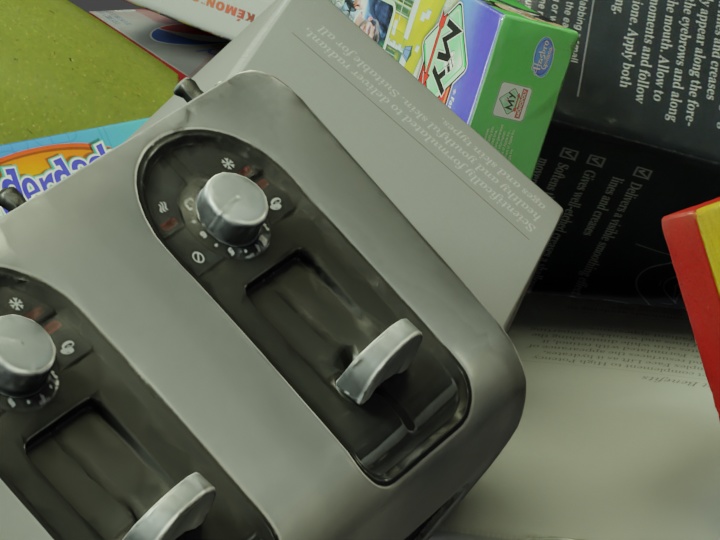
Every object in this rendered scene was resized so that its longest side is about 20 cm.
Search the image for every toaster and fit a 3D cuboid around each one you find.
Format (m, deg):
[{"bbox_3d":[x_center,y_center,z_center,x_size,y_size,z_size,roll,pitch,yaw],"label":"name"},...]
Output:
[{"bbox_3d":[-0.078,0.074,0.708,0.119,0.200,0.181,44,41,9],"label":"toaster"}]

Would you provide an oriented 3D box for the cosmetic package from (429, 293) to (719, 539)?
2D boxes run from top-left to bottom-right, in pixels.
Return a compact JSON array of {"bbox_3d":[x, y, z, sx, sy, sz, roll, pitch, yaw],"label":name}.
[{"bbox_3d":[0.081,0.075,0.918,0.102,0.074,0.200,6,22,13],"label":"cosmetic package"}]

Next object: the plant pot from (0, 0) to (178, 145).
[{"bbox_3d":[-0.180,-0.057,1.171,0.200,0.187,0.187,14,18,-8],"label":"plant pot"}]

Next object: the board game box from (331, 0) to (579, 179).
[{"bbox_3d":[0.000,0.000,0.935,0.029,0.200,0.135,12,13,-25],"label":"board game box"}]

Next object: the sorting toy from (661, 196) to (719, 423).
[{"bbox_3d":[0.178,0.045,0.852,0.070,0.199,0.200,-16,2,40],"label":"sorting toy"}]

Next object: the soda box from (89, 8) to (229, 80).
[{"bbox_3d":[-0.062,-0.066,1.321,0.063,0.070,0.200,-5,20,-24],"label":"soda box"}]

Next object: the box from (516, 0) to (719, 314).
[{"bbox_3d":[0.123,-0.036,1.016,0.200,0.148,0.107,15,59,-5],"label":"box"}]

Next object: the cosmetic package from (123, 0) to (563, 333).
[{"bbox_3d":[-0.048,0.019,0.844,0.200,0.107,0.090,-38,16,39],"label":"cosmetic package"}]

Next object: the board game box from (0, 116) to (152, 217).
[{"bbox_3d":[-0.140,0.009,1.007,0.200,0.045,0.152,-12,-20,-36],"label":"board game box"}]

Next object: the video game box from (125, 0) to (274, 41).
[{"bbox_3d":[-0.009,-0.117,1.329,0.182,0.047,0.200,20,8,22],"label":"video game box"}]
